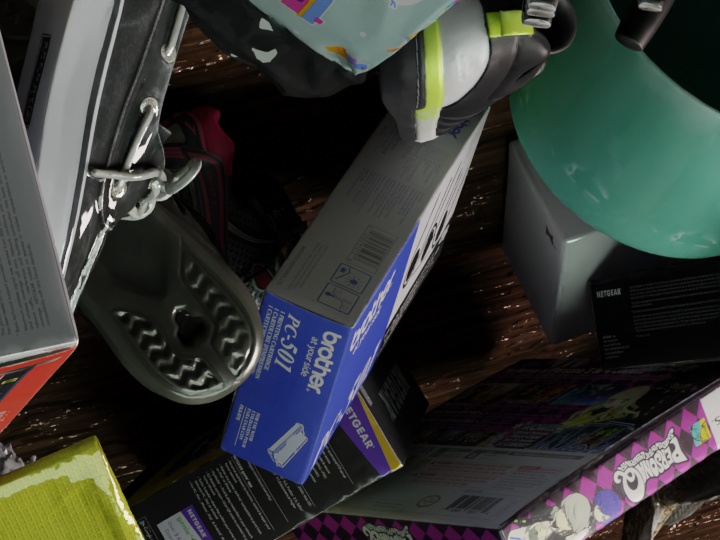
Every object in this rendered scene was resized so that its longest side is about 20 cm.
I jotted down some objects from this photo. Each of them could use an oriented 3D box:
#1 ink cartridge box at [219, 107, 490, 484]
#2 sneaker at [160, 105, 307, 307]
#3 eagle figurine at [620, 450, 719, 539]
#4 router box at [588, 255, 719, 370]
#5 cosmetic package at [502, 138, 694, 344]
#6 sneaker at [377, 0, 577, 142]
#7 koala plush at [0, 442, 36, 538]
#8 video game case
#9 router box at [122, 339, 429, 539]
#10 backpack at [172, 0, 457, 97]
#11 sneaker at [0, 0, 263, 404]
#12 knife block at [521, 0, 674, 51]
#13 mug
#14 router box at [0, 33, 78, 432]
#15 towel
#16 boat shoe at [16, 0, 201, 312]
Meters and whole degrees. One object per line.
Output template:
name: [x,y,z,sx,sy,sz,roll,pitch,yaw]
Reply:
ink cartridge box: [0.000,0.000,1.182,0.200,0.044,0.094,-57,168,-52]
sneaker: [-0.054,-0.006,1.232,0.075,0.081,0.200,-34,147,9]
eagle figurine: [0.192,0.089,1.505,0.199,0.152,0.151,-11,125,-14]
router box: [0.226,0.011,1.255,0.149,0.051,0.200,-7,178,-29]
cosmetic package: [0.179,-0.044,1.350,0.199,0.071,0.102,-19,149,-12]
sneaker: [0.052,-0.093,1.109,0.082,0.072,0.200,-6,-175,5]
koala plush: [-0.213,0.067,1.109,0.177,0.200,0.184,-20,148,-10]
video game case: [0.083,0.098,1.342,0.181,0.036,0.200,-30,-166,-31]
router box: [-0.049,0.100,1.319,0.157,0.052,0.200,-31,-178,7]
backpack: [0.009,-0.158,0.906,0.167,0.127,0.200,37,129,-24]
sneaker: [-0.118,-0.032,1.099,0.076,0.200,0.114,-40,-173,-7]
knife block: [0.130,-0.180,1.005,0.176,0.064,0.200,-62,177,35]
mug: [0.158,-0.082,1.206,0.184,0.152,0.115,-2,144,-34]
router box: [-0.164,-0.043,0.935,0.049,0.201,0.179,-12,169,-20]
towel: [-0.183,0.137,1.040,0.199,0.018,0.086,-23,128,-3]
boat shoe: [-0.101,-0.047,1.011,0.068,0.074,0.200,11,92,-23]
